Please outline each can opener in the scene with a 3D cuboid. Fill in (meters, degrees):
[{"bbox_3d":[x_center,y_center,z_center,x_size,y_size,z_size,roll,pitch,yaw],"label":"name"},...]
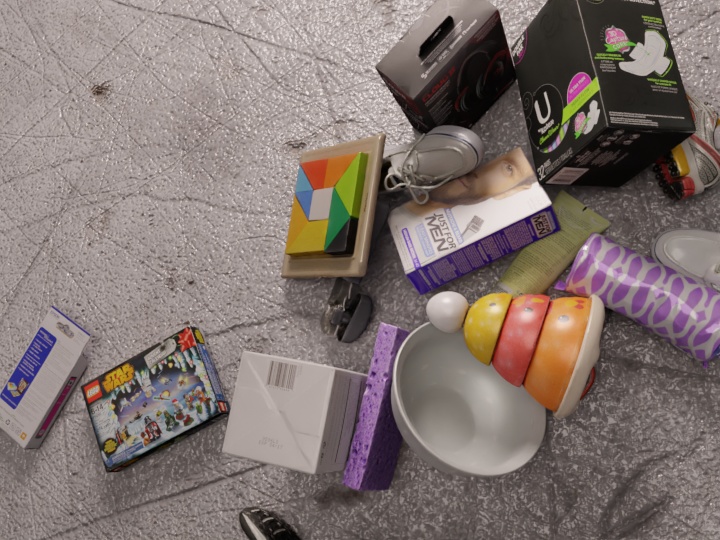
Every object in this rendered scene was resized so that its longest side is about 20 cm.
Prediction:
[{"bbox_3d":[0.000,0.000,1.016,0.201,0.067,0.053,-68,26,8],"label":"can opener"}]

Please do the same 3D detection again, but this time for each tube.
[{"bbox_3d":[0.227,-0.005,0.963,0.058,0.052,0.200,40,86,-20],"label":"tube"}]

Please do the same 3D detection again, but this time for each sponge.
[{"bbox_3d":[0.032,0.173,0.949,0.030,0.111,0.201,12,82,24],"label":"sponge"}]

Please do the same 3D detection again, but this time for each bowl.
[{"bbox_3d":[0.115,0.165,0.915,0.200,0.090,0.202,13,54,-18],"label":"bowl"}]

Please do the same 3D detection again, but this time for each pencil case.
[{"bbox_3d":[0.339,0.032,0.893,0.199,0.084,0.086,32,129,17],"label":"pencil case"}]

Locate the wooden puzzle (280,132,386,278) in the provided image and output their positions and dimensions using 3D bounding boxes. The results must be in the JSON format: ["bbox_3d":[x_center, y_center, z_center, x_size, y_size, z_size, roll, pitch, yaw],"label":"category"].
[{"bbox_3d":[-0.045,-0.083,1.014,0.200,0.037,0.186,-4,75,53],"label":"wooden puzzle"}]

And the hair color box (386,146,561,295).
[{"bbox_3d":[0.141,-0.063,0.975,0.199,0.065,0.110,-25,52,10],"label":"hair color box"}]

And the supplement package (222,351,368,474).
[{"bbox_3d":[-0.061,0.175,0.932,0.121,0.200,0.120,8,81,19],"label":"supplement package"}]

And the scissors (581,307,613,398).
[{"bbox_3d":[0.294,0.083,0.939,0.200,0.014,0.073,-47,67,3],"label":"scissors"}]

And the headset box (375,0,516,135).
[{"bbox_3d":[0.113,-0.258,0.968,0.149,0.200,0.075,-46,67,3],"label":"headset box"}]

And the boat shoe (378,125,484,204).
[{"bbox_3d":[0.063,-0.128,0.978,0.201,0.075,0.086,-2,42,44],"label":"boat shoe"}]

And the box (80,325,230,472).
[{"bbox_3d":[-0.297,0.186,1.091,0.199,0.040,0.137,-29,70,10],"label":"box"}]

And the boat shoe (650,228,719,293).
[{"bbox_3d":[0.441,-0.004,0.879,0.199,0.067,0.074,21,85,21],"label":"boat shoe"}]

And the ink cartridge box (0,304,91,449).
[{"bbox_3d":[-0.485,0.163,1.160,0.094,0.037,0.201,30,91,22],"label":"ink cartridge box"}]

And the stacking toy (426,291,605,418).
[{"bbox_3d":[0.171,0.074,0.881,0.199,0.146,0.147,18,84,11],"label":"stacking toy"}]

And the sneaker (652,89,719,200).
[{"bbox_3d":[0.393,-0.187,0.939,0.082,0.078,0.201,-14,77,-1],"label":"sneaker"}]

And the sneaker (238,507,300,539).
[{"bbox_3d":[-0.101,0.393,0.968,0.079,0.074,0.200,-43,70,11],"label":"sneaker"}]

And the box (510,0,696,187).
[{"bbox_3d":[0.281,-0.221,0.907,0.124,0.149,0.201,0,70,-19],"label":"box"}]
